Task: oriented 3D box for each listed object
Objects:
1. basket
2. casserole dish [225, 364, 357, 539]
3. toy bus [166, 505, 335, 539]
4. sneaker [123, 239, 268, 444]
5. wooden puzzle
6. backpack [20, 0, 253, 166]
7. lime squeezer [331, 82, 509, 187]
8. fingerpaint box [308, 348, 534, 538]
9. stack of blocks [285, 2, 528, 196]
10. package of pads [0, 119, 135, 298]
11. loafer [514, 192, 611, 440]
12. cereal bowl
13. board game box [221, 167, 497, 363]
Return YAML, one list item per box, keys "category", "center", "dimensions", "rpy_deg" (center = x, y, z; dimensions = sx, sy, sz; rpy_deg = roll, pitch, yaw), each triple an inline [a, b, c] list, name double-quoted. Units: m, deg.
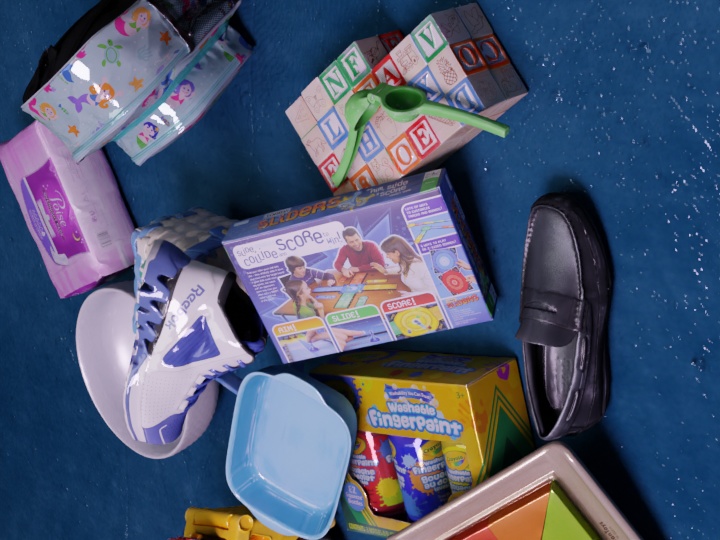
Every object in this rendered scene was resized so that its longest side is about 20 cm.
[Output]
- category: "basket"
  center: [-0.129, 0.040, 1.287]
  dimensions: [0.200, 0.139, 0.176]
  rpy_deg: [23, 123, 31]
- category: "casserole dish"
  center: [-0.061, 0.165, 1.235]
  dimensions: [0.121, 0.039, 0.200]
  rpy_deg: [26, 131, 16]
- category: "toy bus"
  center: [-0.131, 0.335, 1.359]
  dimensions: [0.136, 0.192, 0.200]
  rpy_deg: [-4, 77, 47]
- category: "sneaker"
  center: [-0.142, 0.076, 1.188]
  dimensions: [0.115, 0.081, 0.199]
  rpy_deg: [14, 119, 7]
- category: "wooden puzzle"
  center: [0.145, 0.256, 1.107]
  dimensions: [0.200, 0.037, 0.185]
  rpy_deg: [-34, 100, 28]
- category: "backpack"
  center: [-0.212, -0.188, 1.239]
  dimensions: [0.151, 0.200, 0.178]
  rpy_deg: [50, 139, -12]
- category: "lime squeezer"
  center: [0.027, -0.115, 1.051]
  dimensions: [0.200, 0.038, 0.071]
  rpy_deg: [-12, 98, 47]
- category: "fingerpaint box"
  center: [0.059, 0.162, 1.206]
  dimensions: [0.200, 0.073, 0.167]
  rpy_deg: [1, 109, 46]
- category: "stack of blocks"
  center: [0.033, -0.140, 1.106]
  dimensions: [0.200, 0.059, 0.115]
  rpy_deg: [-37, 80, 48]
- category: "package of pads"
  center: [-0.326, -0.078, 1.500]
  dimensions: [0.120, 0.076, 0.200]
  rpy_deg: [-22, 91, 50]
- category: "loafer"
  center: [0.157, 0.039, 1.049]
  dimensions: [0.068, 0.070, 0.201]
  rpy_deg: [10, 115, 43]
- category: "cereal bowl"
  center: [-0.223, 0.101, 1.467]
  dimensions: [0.200, 0.083, 0.200]
  rpy_deg: [23, 123, 39]
- category: "board game box"
  center: [0.000, 0.000, 1.130]
  dimensions: [0.200, 0.034, 0.135]
  rpy_deg: [-13, 120, 21]
